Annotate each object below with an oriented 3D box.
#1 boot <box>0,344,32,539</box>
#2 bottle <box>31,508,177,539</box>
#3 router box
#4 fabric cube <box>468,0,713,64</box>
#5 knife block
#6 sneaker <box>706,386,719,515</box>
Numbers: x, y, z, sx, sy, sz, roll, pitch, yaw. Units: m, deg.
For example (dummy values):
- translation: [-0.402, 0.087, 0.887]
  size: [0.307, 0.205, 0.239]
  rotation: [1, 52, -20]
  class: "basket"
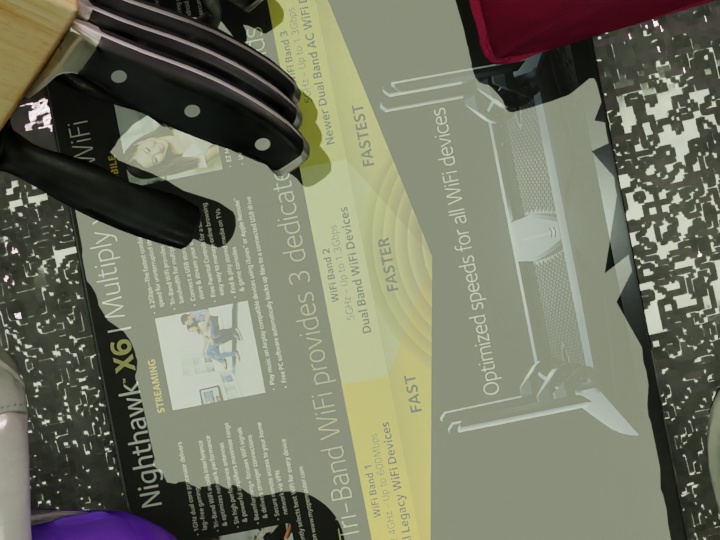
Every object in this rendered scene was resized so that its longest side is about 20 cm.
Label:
- translation: [-0.143, 0.012, 0.737]
  size: [0.096, 0.074, 0.200]
  rotation: [3, 59, -38]
  class: "boot"
- translation: [-0.073, 0.106, 0.770]
  size: [0.065, 0.200, 0.084]
  rotation: [-8, 91, -25]
  class: "bottle"
- translation: [0.000, 0.000, 0.842]
  size: [0.157, 0.052, 0.200]
  rotation: [-10, 90, 2]
  class: "router box"
- translation: [0.108, -0.172, 0.679]
  size: [0.200, 0.199, 0.196]
  rotation: [-17, 90, -4]
  class: "fabric cube"
- translation: [-0.113, -0.066, 0.726]
  size: [0.176, 0.200, 0.064]
  rotation: [45, 119, 14]
  class: "knife block"
- translation: [0.131, 0.099, 0.777]
  size: [0.077, 0.089, 0.200]
  rotation: [-2, 130, -8]
  class: "sneaker"
